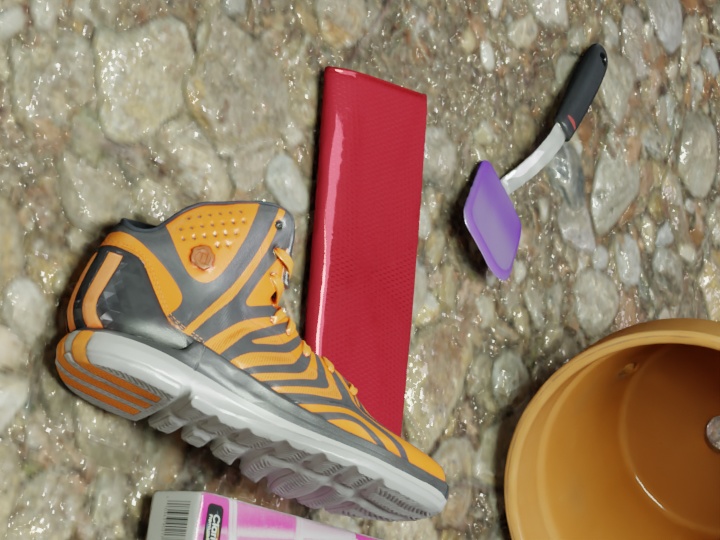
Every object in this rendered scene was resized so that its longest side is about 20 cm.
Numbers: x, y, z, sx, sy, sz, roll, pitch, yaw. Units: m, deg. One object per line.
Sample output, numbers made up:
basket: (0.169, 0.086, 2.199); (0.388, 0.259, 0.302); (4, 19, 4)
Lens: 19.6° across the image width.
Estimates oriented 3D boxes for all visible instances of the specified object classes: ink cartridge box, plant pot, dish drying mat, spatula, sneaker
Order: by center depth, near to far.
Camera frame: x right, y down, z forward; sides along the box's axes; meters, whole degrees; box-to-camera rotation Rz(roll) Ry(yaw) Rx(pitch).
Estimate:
sneaker: (-0.034, 0.034, 0.951); (0.200, 0.078, 0.112); (30, 61, -23)
ink cartridge box: (-0.029, 0.171, 1.005); (0.200, 0.037, 0.095); (24, 69, -50)
dish drying mat: (0.000, 0.000, 1.075); (0.077, 0.018, 0.201); (14, 78, -49)
plant pot: (0.196, 0.113, 1.192); (0.140, 0.199, 0.201); (-34, 115, -65)
spatula: (0.106, -0.070, 1.207); (0.200, 0.021, 0.057); (-54, 126, -39)
